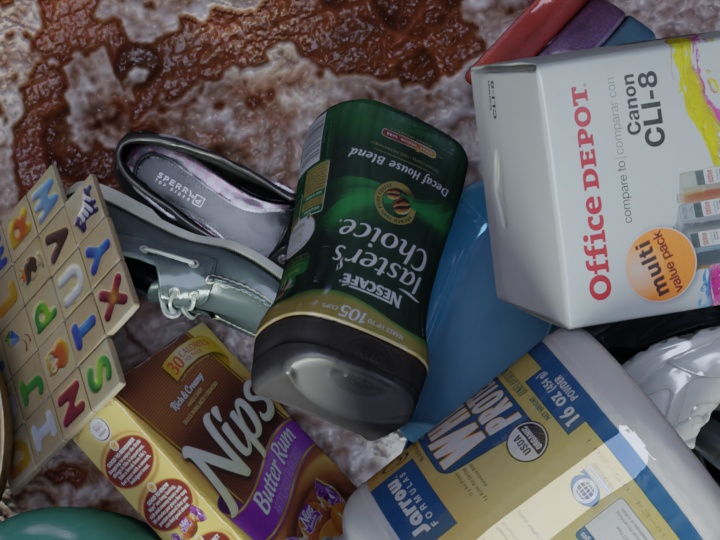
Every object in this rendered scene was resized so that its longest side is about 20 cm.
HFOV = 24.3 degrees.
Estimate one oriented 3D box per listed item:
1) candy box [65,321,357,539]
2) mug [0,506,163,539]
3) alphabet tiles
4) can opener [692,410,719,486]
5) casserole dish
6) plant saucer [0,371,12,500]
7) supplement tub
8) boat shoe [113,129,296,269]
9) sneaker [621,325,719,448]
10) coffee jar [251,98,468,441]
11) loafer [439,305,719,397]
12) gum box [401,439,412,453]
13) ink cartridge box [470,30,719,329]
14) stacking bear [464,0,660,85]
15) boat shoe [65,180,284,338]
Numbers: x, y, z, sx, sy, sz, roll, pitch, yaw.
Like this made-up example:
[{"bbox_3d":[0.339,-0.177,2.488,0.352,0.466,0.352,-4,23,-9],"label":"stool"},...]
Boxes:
[{"bbox_3d":[-0.077,0.138,1.060,0.200,0.117,0.056,46,124,5],"label":"candy box"},{"bbox_3d":[-0.166,0.224,1.005,0.185,0.114,0.152,20,84,16],"label":"mug"},{"bbox_3d":[-0.208,0.037,1.063,0.200,0.006,0.167,-43,56,34],"label":"alphabet tiles"},{"bbox_3d":[0.272,0.159,1.042,0.200,0.079,0.063,41,110,9],"label":"can opener"},{"bbox_3d":[0.082,0.026,1.052,0.121,0.039,0.200,3,63,40],"label":"casserole dish"},{"bbox_3d":[-0.289,0.112,1.090,0.200,0.035,0.201,-5,81,36],"label":"plant saucer"},{"bbox_3d":[0.082,0.142,0.897,0.200,0.145,0.145,-39,85,1],"label":"supplement tub"},{"bbox_3d":[-0.076,-0.032,1.099,0.200,0.057,0.067,28,89,5],"label":"boat shoe"},{"bbox_3d":[0.169,0.111,0.999,0.200,0.078,0.099,-37,71,12],"label":"sneaker"},{"bbox_3d":[0.000,0.000,1.032,0.104,0.085,0.200,24,59,-20],"label":"coffee jar"},{"bbox_3d":[0.143,0.050,1.081,0.200,0.073,0.072,-17,48,11],"label":"loafer"},{"bbox_3d":[0.103,0.187,1.029,0.200,0.170,0.045,19,134,6],"label":"gum box"},{"bbox_3d":[0.178,-0.058,0.938,0.200,0.145,0.146,-9,97,-9],"label":"ink cartridge box"},{"bbox_3d":[0.174,-0.093,1.058,0.200,0.121,0.114,44,90,-2],"label":"stacking bear"},{"bbox_3d":[-0.120,0.010,1.086,0.200,0.073,0.062,26,54,12],"label":"boat shoe"}]
